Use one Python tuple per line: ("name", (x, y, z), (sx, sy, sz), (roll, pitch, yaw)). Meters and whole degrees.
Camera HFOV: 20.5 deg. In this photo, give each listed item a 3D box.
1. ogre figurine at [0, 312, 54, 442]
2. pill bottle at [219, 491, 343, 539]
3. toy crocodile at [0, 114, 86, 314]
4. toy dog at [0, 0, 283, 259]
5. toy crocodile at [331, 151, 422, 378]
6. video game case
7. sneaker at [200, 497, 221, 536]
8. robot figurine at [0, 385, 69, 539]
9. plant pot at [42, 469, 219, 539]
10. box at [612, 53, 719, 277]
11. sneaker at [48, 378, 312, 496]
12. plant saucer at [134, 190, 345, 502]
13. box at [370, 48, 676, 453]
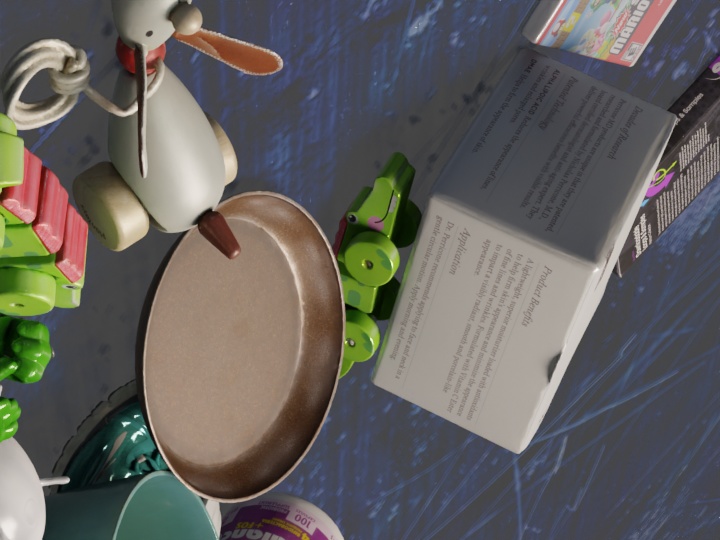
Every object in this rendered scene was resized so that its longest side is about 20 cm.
("ogre figurine", (-0.255, 0.080, 0.999), (0.201, 0.120, 0.098), (-56, 161, 17))
("pill bottle", (-0.088, 0.266, 1.517), (0.113, 0.112, 0.200), (-65, 176, 32))
("toy crocodile", (-0.174, -0.027, 1.010), (0.200, 0.061, 0.068), (65, 26, -66))
("toy dog", (-0.099, -0.075, 1.077), (0.132, 0.096, 0.200), (-46, 157, -10))
("toy crocodile", (0.000, 0.000, 1.429), (0.068, 0.061, 0.201), (-59, 167, -46))
("video game case", (0.204, -0.226, 1.508), (0.143, 0.017, 0.200), (-57, 156, 17))
("sneaker", (-0.145, 0.225, 1.419), (0.116, 0.073, 0.201), (92, 19, -59))
("robot figurine", (-0.258, 0.153, 1.110), (0.200, 0.113, 0.170), (-40, 121, -21))
("plant pot", (-0.189, 0.233, 1.250), (0.200, 0.160, 0.202), (-7, 90, -73))
("box", (0.289, -0.099, 1.835), (0.200, 0.036, 0.143), (-47, 156, -11))
("sneaker", (-0.117, 0.112, 1.340), (0.199, 0.080, 0.078), (-23, 146, -29))
("plant saucer", (-0.081, 0.048, 1.285), (0.200, 0.032, 0.202), (-12, 105, -51))
("box", (0.119, -0.015, 1.455), (0.200, 0.130, 0.200), (-56, 168, -45))
